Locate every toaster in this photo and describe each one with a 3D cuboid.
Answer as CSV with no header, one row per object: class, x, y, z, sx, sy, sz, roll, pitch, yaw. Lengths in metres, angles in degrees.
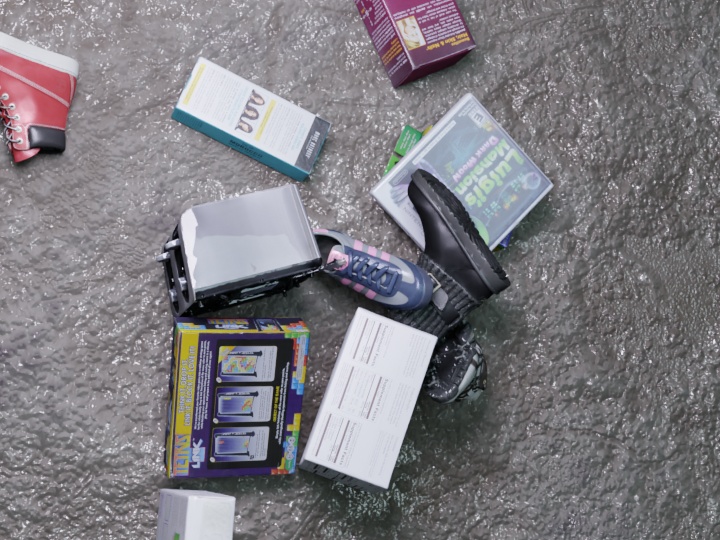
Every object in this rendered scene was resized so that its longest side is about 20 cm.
toaster,-0.149,-0.020,1.374,0.200,0.181,0.119,-15,85,-19

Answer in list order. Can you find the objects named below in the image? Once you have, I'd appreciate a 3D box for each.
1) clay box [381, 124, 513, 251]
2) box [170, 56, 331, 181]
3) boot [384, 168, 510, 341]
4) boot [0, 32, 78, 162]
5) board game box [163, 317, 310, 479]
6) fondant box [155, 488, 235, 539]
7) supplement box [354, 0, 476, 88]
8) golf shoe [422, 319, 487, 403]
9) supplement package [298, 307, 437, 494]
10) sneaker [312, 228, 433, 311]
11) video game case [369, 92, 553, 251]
clay box,0.136,-0.122,1.557,0.200,0.048,0.115,26,76,-14
box,-0.148,-0.204,1.475,0.200,0.049,0.082,26,74,-13
boot,0.084,-0.015,1.460,0.158,0.079,0.211,-36,75,18
boot,-0.451,-0.215,1.343,0.200,0.072,0.145,14,78,-38
board game box,-0.157,0.159,1.365,0.165,0.057,0.200,2,108,-17
fondant box,-0.201,0.336,1.286,0.058,0.200,0.145,7,79,-17
supplement box,0.065,-0.380,1.557,0.110,0.086,0.200,-24,89,-21
golf shoe,0.138,0.140,1.450,0.078,0.200,0.095,-25,103,20
supplement package,0.008,0.173,1.399,0.111,0.156,0.200,21,75,0
sneaker,0.000,0.000,1.418,0.082,0.200,0.070,9,102,-55
video game case,0.143,-0.113,1.515,0.200,0.023,0.182,-46,102,-7
